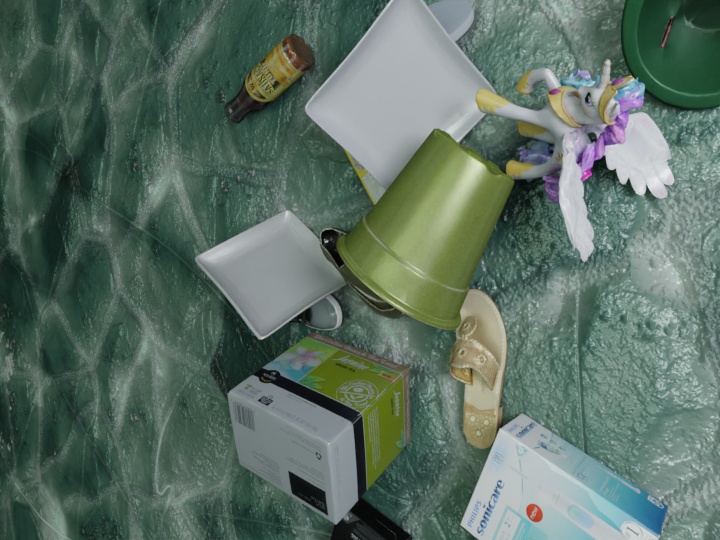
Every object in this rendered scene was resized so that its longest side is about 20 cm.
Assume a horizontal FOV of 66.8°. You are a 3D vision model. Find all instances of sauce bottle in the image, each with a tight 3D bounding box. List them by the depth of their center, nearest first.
[{"bbox_3d":[-0.168,-0.330,0.967,0.197,0.065,0.068,-31,74,34],"label":"sauce bottle"}]

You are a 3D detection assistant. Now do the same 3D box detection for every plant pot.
[{"bbox_3d":[0.097,-0.066,0.702,0.199,0.198,0.193,41,110,27],"label":"plant pot"}]

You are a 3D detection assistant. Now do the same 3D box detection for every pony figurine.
[{"bbox_3d":[0.238,-0.138,0.611,0.196,0.166,0.199,57,166,-27],"label":"pony figurine"}]

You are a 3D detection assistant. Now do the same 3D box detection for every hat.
[{"bbox_3d":[0.382,-0.308,0.583,0.162,0.177,0.204,13,137,33],"label":"hat"}]

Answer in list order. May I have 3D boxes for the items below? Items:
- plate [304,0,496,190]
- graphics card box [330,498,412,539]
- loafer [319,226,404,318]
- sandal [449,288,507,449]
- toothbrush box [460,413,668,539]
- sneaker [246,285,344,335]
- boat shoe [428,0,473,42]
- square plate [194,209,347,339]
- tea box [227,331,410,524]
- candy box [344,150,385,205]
[{"bbox_3d":[0.056,-0.228,0.735,0.200,0.198,0.033,-44,27,16],"label":"plate"},{"bbox_3d":[0.000,0.487,0.878,0.123,0.050,0.207,22,106,34],"label":"graphics card box"},{"bbox_3d":[0.000,0.000,0.838,0.198,0.069,0.076,38,93,30],"label":"loafer"},{"bbox_3d":[0.153,0.136,0.738,0.076,0.069,0.220,-3,90,36],"label":"sandal"},{"bbox_3d":[0.242,0.300,0.669,0.197,0.084,0.151,30,109,33],"label":"toothbrush box"},{"bbox_3d":[-0.131,0.065,0.911,0.195,0.119,0.087,13,113,36],"label":"sneaker"},{"bbox_3d":[0.080,-0.291,0.778,0.200,0.086,0.075,-39,61,4],"label":"boat shoe"},{"bbox_3d":[-0.138,0.002,0.895,0.197,0.197,0.029,42,146,27],"label":"square plate"},{"bbox_3d":[-0.054,0.215,0.805,0.195,0.195,0.138,14,119,34],"label":"tea box"},{"bbox_3d":[0.049,-0.150,0.833,0.102,0.026,0.204,-38,70,32],"label":"candy box"}]
